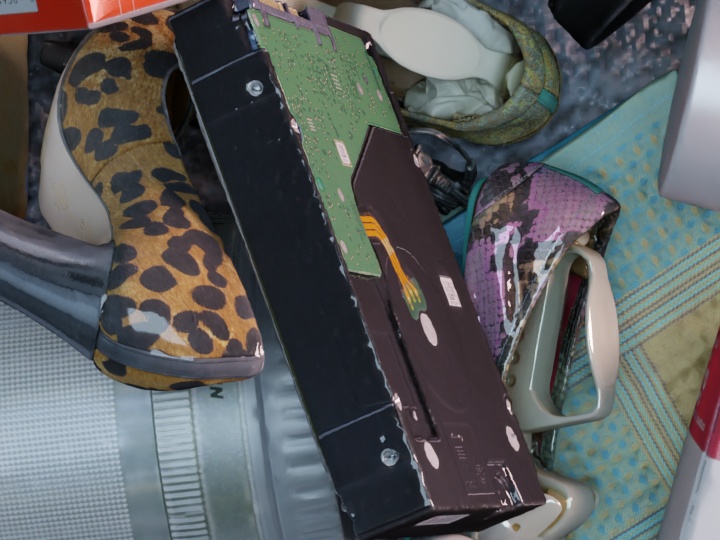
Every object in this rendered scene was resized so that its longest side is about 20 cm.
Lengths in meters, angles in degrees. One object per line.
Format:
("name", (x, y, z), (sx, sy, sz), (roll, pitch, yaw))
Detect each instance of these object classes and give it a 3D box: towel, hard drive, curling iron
("towel", (0.120, 0.039, 1.186), (0.146, 0.022, 0.201), (-30, 89, 6))
("hard drive", (0.000, 0.000, 1.065), (0.038, 0.140, 0.201), (-23, 80, 17))
("curling iron", (-0.041, -0.065, 1.188), (0.199, 0.050, 0.026), (20, 74, 18))

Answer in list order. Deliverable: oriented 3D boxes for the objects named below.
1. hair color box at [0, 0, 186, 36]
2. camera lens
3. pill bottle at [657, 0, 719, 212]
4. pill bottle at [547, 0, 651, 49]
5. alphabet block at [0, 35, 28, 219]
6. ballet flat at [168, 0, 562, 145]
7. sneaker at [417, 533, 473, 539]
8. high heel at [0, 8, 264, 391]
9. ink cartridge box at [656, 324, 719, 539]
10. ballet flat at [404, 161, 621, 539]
("hair color box", (-0.065, -0.135, 1.053), (0.101, 0.199, 0.062), (0, 105, 42))
("camera lens", (-0.104, 0.062, 1.137), (0.199, 0.160, 0.161), (-6, 89, 5))
("pill bottle", (0.222, -0.052, 1.121), (0.199, 0.120, 0.120), (13, 91, 1))
("pill bottle", (0.055, -0.190, 1.148), (0.112, 0.112, 0.200), (-42, 87, 4))
("alphabet block", (-0.243, -0.111, 1.132), (0.195, 0.200, 0.197), (-1, 90, 5))
("ballet flat", (-0.013, -0.103, 1.177), (0.199, 0.071, 0.071), (19, 92, 6))
("sneaker", (0.042, 0.198, 1.144), (0.073, 0.112, 0.201), (-17, 94, -10))
("high heel", (-0.060, -0.027, 1.071), (0.142, 0.200, 0.072), (25, 130, 18))
("ink cartridge box", (0.185, 0.136, 1.133), (0.147, 0.086, 0.201), (16, 98, 0))
("ballet flat", (0.065, 0.059, 1.143), (0.071, 0.069, 0.201), (14, 97, 31))
